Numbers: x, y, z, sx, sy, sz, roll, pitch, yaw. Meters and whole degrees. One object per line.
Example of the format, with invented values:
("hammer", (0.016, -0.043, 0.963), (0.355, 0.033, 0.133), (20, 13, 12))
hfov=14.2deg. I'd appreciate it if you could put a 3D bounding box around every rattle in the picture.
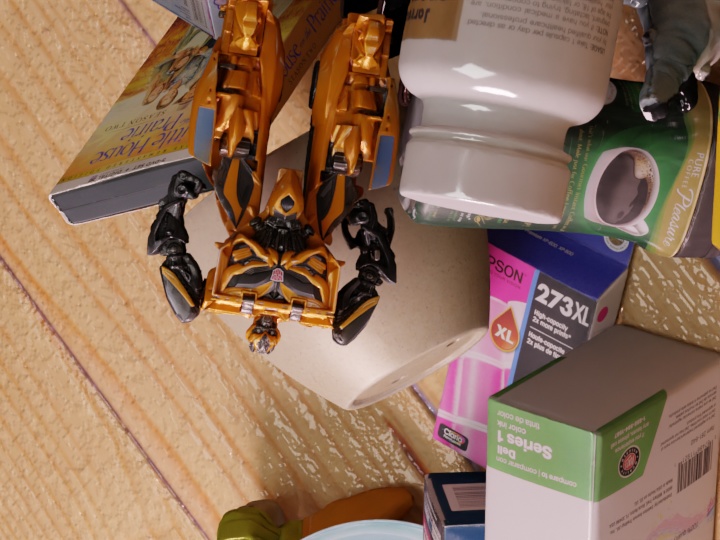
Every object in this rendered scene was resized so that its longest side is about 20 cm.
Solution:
("rattle", (-0.023, 0.253, 1.968), (0.143, 0.130, 0.200), (-9, 91, -4))

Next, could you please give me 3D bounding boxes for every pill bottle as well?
("pill bottle", (0.081, -0.131, 1.544), (0.114, 0.114, 0.200), (9, 88, 36))

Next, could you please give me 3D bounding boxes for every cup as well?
("cup", (0.000, 0.000, 1.765), (0.200, 0.200, 0.143), (-37, 77, 41))

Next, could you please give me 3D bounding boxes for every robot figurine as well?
("robot figurine", (-0.044, -0.052, 1.644), (0.058, 0.145, 0.200), (146, 132, -81))

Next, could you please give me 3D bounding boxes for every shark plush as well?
("shark plush", (0.162, -0.141, 1.611), (0.083, 0.200, 0.091), (24, 140, -11))

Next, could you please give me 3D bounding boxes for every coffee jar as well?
("coffee jar", (0.128, -0.068, 1.661), (0.200, 0.085, 0.104), (8, 119, -11))

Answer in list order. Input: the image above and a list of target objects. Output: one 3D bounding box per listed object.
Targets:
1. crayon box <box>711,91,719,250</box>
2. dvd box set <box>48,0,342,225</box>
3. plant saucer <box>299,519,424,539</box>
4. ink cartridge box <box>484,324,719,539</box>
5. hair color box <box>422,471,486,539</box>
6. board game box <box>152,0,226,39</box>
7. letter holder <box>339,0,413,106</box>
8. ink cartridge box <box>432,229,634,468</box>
("crayon box", (0.262, -0.075, 1.582), (0.052, 0.126, 0.200), (-130, 38, -63))
("dvd box set", (-0.096, -0.114, 1.814), (0.146, 0.200, 0.029), (-12, 125, 42))
("plant saucer", (0.006, 0.255, 1.911), (0.027, 0.200, 0.200), (-119, 22, -72))
("ink cartridge box", (0.147, 0.154, 1.751), (0.084, 0.145, 0.200), (17, 117, 34))
("hair color box", (0.073, 0.239, 1.849), (0.060, 0.100, 0.200), (-1, 105, -5))
("board game box", (-0.123, -0.261, 1.804), (0.200, 0.041, 0.200), (-143, 39, -63))
("letter holder", (0.049, -0.213, 1.691), (0.101, 0.142, 0.200), (32, 125, 25))
("ink cartridge box", (0.109, 0.040, 1.814), (0.095, 0.037, 0.200), (29, 121, 28))
